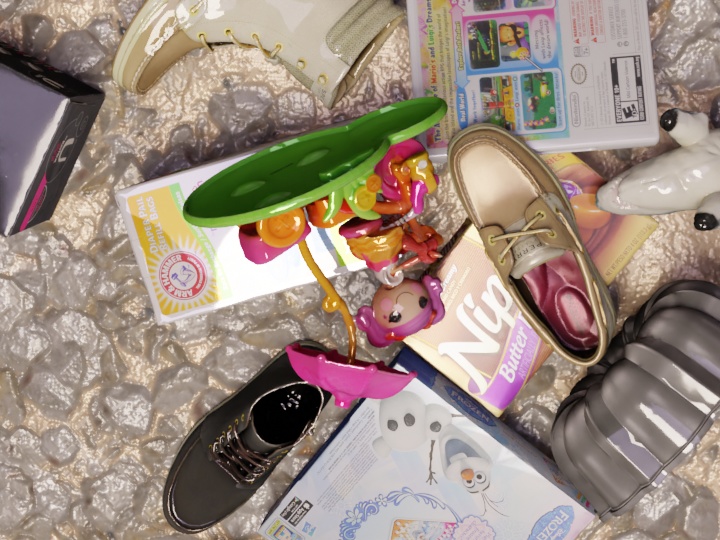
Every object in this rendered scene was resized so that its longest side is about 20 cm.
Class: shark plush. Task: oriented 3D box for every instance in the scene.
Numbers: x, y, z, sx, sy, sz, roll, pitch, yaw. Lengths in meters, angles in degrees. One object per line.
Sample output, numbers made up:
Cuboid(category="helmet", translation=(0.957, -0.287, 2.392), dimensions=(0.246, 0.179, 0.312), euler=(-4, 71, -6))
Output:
Cuboid(category="shark plush", translation=(0.275, -0.084, 0.944), dimensions=(0.200, 0.083, 0.091), euler=(-23, 82, -27))

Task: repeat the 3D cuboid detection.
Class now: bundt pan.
Cuboid(category="bundt pan", translation=(0.213, 0.086, 0.933), dimensions=(0.076, 0.202, 0.202), euler=(39, 99, 6))

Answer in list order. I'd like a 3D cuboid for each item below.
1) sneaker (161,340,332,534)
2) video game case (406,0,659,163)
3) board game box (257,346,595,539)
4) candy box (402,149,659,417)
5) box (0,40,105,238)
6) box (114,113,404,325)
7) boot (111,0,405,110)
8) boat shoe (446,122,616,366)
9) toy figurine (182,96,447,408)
Cuboid(category="sneaker", translation=(-0.099, 0.143, 1.003), dimensions=(0.075, 0.106, 0.200), euler=(39, 99, -3))
Cuboid(category="video game case", translation=(0.127, -0.187, 0.951), dimensions=(0.181, 0.024, 0.201), euler=(-4, 82, 5))
Cuboid(category="board game box", translation=(0.052, 0.198, 1.017), dimensions=(0.199, 0.043, 0.200), euler=(38, 111, -2))
Cuboid(category="candy box", translation=(0.126, 0.002, 0.992), dimensions=(0.117, 0.056, 0.200), euler=(39, 98, -3))
Cuboid(category="box", translation=(-0.323, -0.128, 0.975), dimensions=(0.200, 0.106, 0.123), euler=(26, 100, -1))
Cuboid(category="box", translation=(-0.073, -0.041, 0.975), dimensions=(0.199, 0.101, 0.113), euler=(-15, 98, 6))
Cuboid(category="boot", translation=(-0.081, -0.176, 0.964), dimensions=(0.155, 0.072, 0.200), euler=(45, 95, 2))
Cuboid(category="boat shoe", translation=(0.130, -0.017, 0.917), dimensions=(0.074, 0.066, 0.200), euler=(-32, 102, 17))
Cuboid(category="toy figurine", translation=(0.000, 0.000, 0.881), dimensions=(0.200, 0.150, 0.185), euler=(-28, 112, -17))
